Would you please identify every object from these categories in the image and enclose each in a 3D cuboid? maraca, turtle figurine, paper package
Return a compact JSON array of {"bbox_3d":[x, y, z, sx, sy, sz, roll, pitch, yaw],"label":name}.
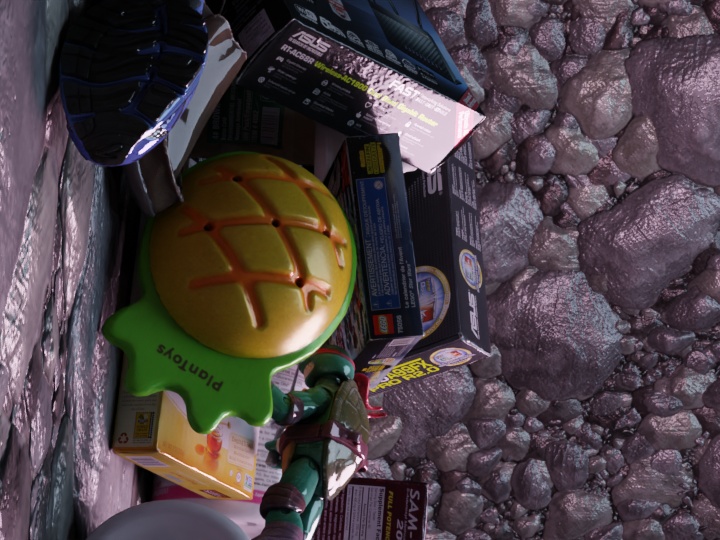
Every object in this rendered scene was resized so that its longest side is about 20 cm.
[{"bbox_3d":[-0.077,0.010,1.164,0.200,0.137,0.107,-63,-176,-34],"label":"maraca"},{"bbox_3d":[-0.044,0.113,1.218,0.150,0.101,0.200,62,31,-50],"label":"turtle figurine"},{"bbox_3d":[-0.071,-0.190,1.474,0.191,0.103,0.200,-62,156,-80],"label":"paper package"}]

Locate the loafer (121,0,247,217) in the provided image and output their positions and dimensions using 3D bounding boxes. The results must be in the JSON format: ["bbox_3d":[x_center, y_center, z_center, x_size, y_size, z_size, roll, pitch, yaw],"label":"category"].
[{"bbox_3d":[-0.106,-0.130,1.146,0.073,0.071,0.200,83,11,-75],"label":"loafer"}]

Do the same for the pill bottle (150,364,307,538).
[{"bbox_3d":[-0.089,0.093,1.385,0.113,0.113,0.200,86,8,-71],"label":"pill bottle"}]

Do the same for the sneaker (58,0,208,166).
[{"bbox_3d":[-0.114,-0.110,1.012,0.200,0.075,0.079,-80,177,-54],"label":"sneaker"}]

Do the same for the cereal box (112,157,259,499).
[{"bbox_3d":[-0.107,0.042,1.267,0.144,0.039,0.200,38,53,-60],"label":"cereal box"}]

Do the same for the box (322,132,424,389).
[{"bbox_3d":[0.000,0.000,1.304,0.200,0.040,0.137,122,-38,-73],"label":"box"}]

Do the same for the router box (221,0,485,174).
[{"bbox_3d":[-0.021,-0.163,1.282,0.062,0.200,0.150,-45,-131,22],"label":"router box"}]

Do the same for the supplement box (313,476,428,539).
[{"bbox_3d":[-0.047,0.188,1.471,0.109,0.200,0.061,79,16,-81],"label":"supplement box"}]

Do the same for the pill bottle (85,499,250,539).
[{"bbox_3d":[-0.110,0.230,1.129,0.200,0.116,0.116,91,4,-56],"label":"pill bottle"}]

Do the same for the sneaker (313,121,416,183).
[{"bbox_3d":[0.014,-0.106,1.420,0.200,0.088,0.075,-82,174,-66],"label":"sneaker"}]

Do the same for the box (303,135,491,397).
[{"bbox_3d":[0.016,-0.007,1.453,0.044,0.160,0.200,30,49,-47],"label":"box"}]
